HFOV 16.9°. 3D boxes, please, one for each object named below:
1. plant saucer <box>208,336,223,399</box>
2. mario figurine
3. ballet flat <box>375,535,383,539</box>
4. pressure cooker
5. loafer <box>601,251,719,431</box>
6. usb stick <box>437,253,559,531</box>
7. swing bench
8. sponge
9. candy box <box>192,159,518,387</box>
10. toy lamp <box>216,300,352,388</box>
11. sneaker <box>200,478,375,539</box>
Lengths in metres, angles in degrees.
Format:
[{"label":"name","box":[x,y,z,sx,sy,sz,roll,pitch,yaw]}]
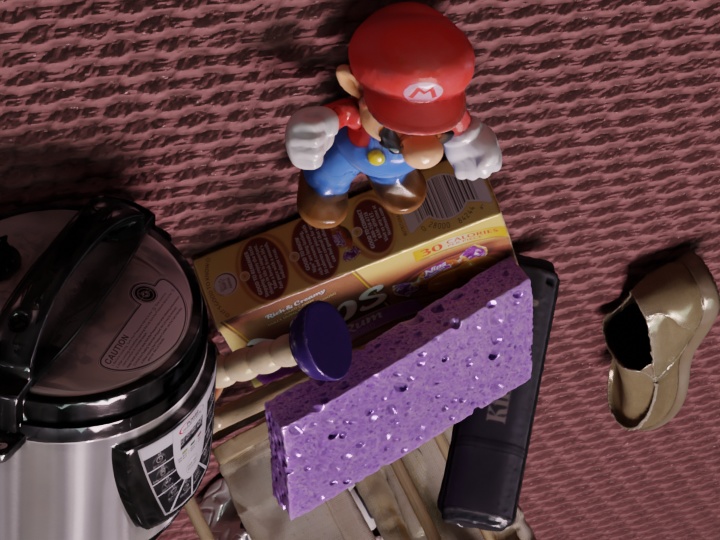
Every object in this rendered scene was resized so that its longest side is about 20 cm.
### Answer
[{"label":"plant saucer","box":[-0.191,0.087,1.658,0.200,0.032,0.200,-18,155,-9]},{"label":"mario figurine","box":[0.019,-0.071,1.406,0.123,0.106,0.200,-49,174,-23]},{"label":"ballet flat","box":[0.022,0.267,2.149,0.200,0.072,0.072,-6,151,-28]},{"label":"pressure cooker","box":[-0.178,0.060,1.424,0.178,0.176,0.200,-9,136,-18]},{"label":"loafer","box":[0.219,0.058,1.874,0.067,0.076,0.200,-11,144,-18]},{"label":"usb stick","box":[0.097,0.085,1.685,0.055,0.200,0.033,9,160,11]},{"label":"swing bench","box":[-0.007,0.165,1.713,0.200,0.199,0.130,-23,174,-30]},{"label":"sponge","box":[0.027,0.079,1.598,0.200,0.030,0.112,-30,146,-18]},{"label":"candy box","box":[0.000,0.000,1.601,0.200,0.057,0.117,-23,155,1]},{"label":"toy lamp","box":[-0.098,0.067,1.547,0.200,0.058,0.058,-16,161,32]},{"label":"sneaker","box":[-0.022,0.166,1.893,0.129,0.080,0.199,-1,149,-39]}]
